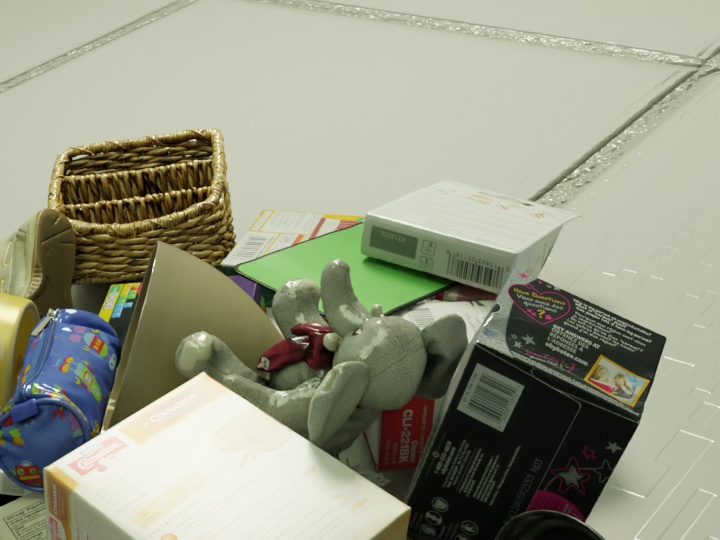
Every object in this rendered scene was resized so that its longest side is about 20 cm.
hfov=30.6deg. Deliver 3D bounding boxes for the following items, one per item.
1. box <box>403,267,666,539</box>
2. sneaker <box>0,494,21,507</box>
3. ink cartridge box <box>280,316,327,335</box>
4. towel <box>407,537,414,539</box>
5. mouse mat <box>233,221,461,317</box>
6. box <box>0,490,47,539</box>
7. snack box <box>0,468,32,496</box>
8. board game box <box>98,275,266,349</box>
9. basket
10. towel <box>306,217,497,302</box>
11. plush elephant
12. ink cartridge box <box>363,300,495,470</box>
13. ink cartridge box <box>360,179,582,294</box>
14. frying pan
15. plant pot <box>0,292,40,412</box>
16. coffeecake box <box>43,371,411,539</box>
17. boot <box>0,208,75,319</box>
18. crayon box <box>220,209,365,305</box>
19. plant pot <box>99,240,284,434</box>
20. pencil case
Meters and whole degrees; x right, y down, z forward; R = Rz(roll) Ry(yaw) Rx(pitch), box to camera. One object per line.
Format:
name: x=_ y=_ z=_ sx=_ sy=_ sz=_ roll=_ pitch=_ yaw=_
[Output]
box: x=0.125 y=0.123 z=0.990 sx=0.131 sy=0.201 sz=0.115 roll=25 pitch=36 yaw=8
sneaker: x=-0.290 y=0.185 z=1.126 sx=0.071 sy=0.083 sz=0.200 roll=-23 pitch=33 yaw=-26
ink cartridge box: x=-0.013 y=0.042 z=1.297 sx=0.094 sy=0.037 sz=0.201 roll=14 pitch=50 yaw=17
towel: x=-0.032 y=0.202 z=0.994 sx=0.199 sy=0.023 sz=0.143 roll=28 pitch=18 yaw=16
mouse mat: x=0.000 y=0.000 z=1.242 sx=0.160 sy=0.008 sz=0.199 roll=24 pitch=31 yaw=36
box: x=-0.177 y=0.245 z=0.971 sx=0.127 sy=0.110 sz=0.200 roll=-22 pitch=32 yaw=-26
snack box: x=-0.262 y=0.130 z=1.135 sx=0.071 sy=0.025 sz=0.200 roll=7 pitch=25 yaw=-10
board game box: x=-0.187 y=0.080 z=1.313 sx=0.164 sy=0.057 sz=0.201 roll=-6 pitch=30 yaw=6
basket: x=-0.246 y=-0.071 z=1.463 sx=0.198 sy=0.150 sz=0.143 roll=-6 pitch=10 yaw=2
towel: x=0.042 y=-0.006 z=1.298 sx=0.198 sy=0.023 sz=0.144 roll=8 pitch=24 yaw=8
plush elephant: x=-0.015 y=0.069 z=0.996 sx=0.164 sy=0.155 sz=0.201 roll=-19 pitch=67 yaw=-47
ink cartridge box: x=0.098 y=0.096 z=1.162 sx=0.198 sy=0.084 sz=0.145 roll=-3 pitch=29 yaw=-11
ink cartridge box: x=0.113 y=-0.037 z=1.302 sx=0.161 sy=0.051 sz=0.200 roll=16 pitch=18 yaw=23
frying pan: x=0.116 y=0.231 z=0.958 sx=0.189 sy=0.116 sz=0.031 roll=-16 pitch=2 yaw=40
plant pot: x=-0.403 y=0.087 z=1.223 sx=0.187 sy=0.202 sz=0.201 roll=3 pitch=30 yaw=-2
coffeecake box: x=-0.091 y=0.172 z=0.890 sx=0.199 sy=0.074 sz=0.153 roll=29 pitch=40 yaw=29
boot: x=-0.377 y=0.046 z=1.389 sx=0.154 sy=0.072 sz=0.202 roll=-19 pitch=58 yaw=34
crayon box: x=-0.036 y=-0.011 z=1.439 sx=0.198 sy=0.052 sz=0.126 roll=4 pitch=32 yaw=21
plant pot: x=-0.139 y=0.091 z=1.129 sx=0.133 sy=0.201 sz=0.201 roll=17 pitch=28 yaw=-11
pencil case: x=-0.244 y=0.096 z=1.069 sx=0.078 sy=0.087 sz=0.200 roll=-25 pitch=20 yaw=6
